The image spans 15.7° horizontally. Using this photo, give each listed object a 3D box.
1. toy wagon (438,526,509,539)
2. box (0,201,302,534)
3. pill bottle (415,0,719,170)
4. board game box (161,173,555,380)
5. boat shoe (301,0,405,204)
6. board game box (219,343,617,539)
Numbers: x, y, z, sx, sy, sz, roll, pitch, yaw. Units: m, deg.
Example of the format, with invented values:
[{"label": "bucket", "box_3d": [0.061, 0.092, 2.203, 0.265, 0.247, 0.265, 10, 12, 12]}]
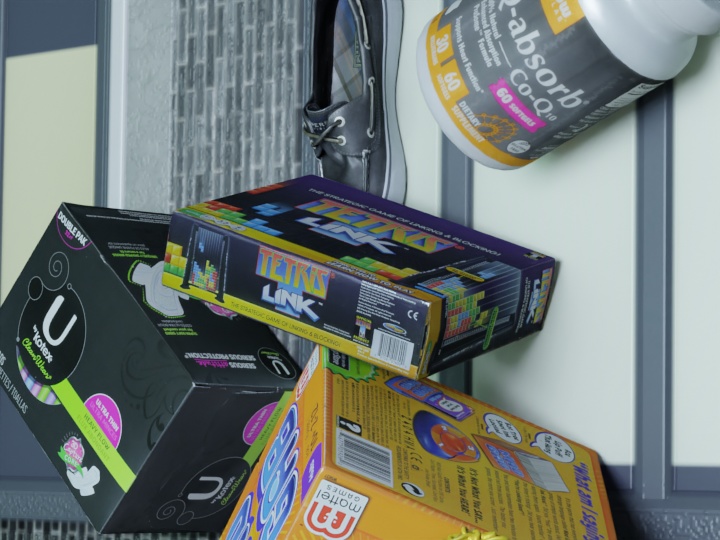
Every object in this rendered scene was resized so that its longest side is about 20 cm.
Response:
[{"label": "toy wagon", "box_3d": [0.070, 0.232, 1.491, 0.040, 0.154, 0.201, -94, 0, -70]}, {"label": "box", "box_3d": [-0.158, 0.072, 1.891, 0.200, 0.124, 0.149, 51, 120, 34]}, {"label": "pill bottle", "box_3d": [0.139, -0.154, 1.638, 0.200, 0.116, 0.117, -32, 66, 37]}, {"label": "board game box", "box_3d": [0.000, 0.000, 1.690, 0.199, 0.165, 0.057, 20, 111, 27]}, {"label": "boat shoe", "box_3d": [-0.011, -0.111, 1.807, 0.070, 0.066, 0.201, 4, 89, 43]}, {"label": "board game box", "box_3d": [0.024, 0.196, 1.604, 0.200, 0.199, 0.200, -92, 26, -69]}]
